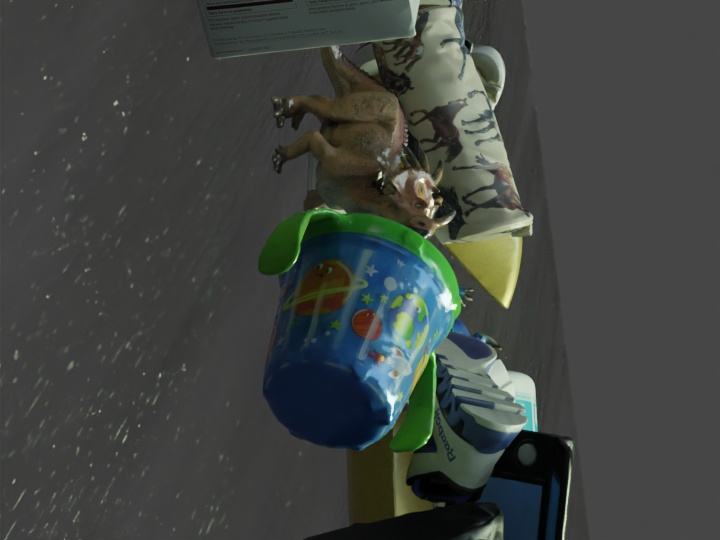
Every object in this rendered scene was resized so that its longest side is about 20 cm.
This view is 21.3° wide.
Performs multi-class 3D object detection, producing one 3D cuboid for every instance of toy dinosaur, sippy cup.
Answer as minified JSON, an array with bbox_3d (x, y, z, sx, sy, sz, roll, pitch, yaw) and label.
[{"bbox_3d":[0.007,-0.093,1.457,0.086,0.134,0.202,61,25,-64],"label":"toy dinosaur"},{"bbox_3d":[-0.008,0.052,1.365,0.140,0.177,0.131,-55,-170,47],"label":"sippy cup"}]

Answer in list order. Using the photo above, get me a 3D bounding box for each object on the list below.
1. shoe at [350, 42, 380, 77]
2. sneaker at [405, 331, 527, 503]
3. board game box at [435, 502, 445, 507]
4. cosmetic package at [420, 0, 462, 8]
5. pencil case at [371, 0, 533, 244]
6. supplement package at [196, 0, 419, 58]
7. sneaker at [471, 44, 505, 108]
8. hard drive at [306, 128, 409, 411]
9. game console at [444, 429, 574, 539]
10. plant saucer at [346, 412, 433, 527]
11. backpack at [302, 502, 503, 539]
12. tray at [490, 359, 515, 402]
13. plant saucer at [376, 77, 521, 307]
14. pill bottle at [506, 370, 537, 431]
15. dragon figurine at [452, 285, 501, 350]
[{"bbox_3d":[0.024,-0.205,1.789,0.200,0.071,0.092,58,26,-76],"label":"shoe"},{"bbox_3d":[0.072,0.130,1.618,0.200,0.080,0.116,-112,-138,-65],"label":"sneaker"},{"bbox_3d":[0.086,0.186,1.864,0.152,0.046,0.201,73,2,-46],"label":"board game box"},{"bbox_3d":[0.048,-0.350,1.926,0.108,0.084,0.201,-78,161,-49],"label":"cosmetic package"},{"bbox_3d":[0.073,-0.114,1.508,0.078,0.089,0.202,-22,-94,58],"label":"pencil case"},{"bbox_3d":[-0.040,-0.281,1.266,0.192,0.146,0.201,-80,161,-53],"label":"supplement package"},{"bbox_3d":[0.070,-0.149,1.757,0.200,0.075,0.082,-45,-171,45],"label":"sneaker"},{"bbox_3d":[0.000,0.000,1.556,0.132,0.026,0.201,37,45,-46],"label":"hard drive"},{"bbox_3d":[0.118,0.237,1.610,0.116,0.175,0.202,7,90,-55],"label":"game console"},{"bbox_3d":[0.025,0.188,1.656,0.200,0.048,0.202,47,40,-73],"label":"plant saucer"},{"bbox_3d":[0.041,0.284,1.342,0.154,0.162,0.202,-59,138,-74],"label":"backpack"},{"bbox_3d":[0.126,0.187,1.761,0.107,0.022,0.202,-16,106,-74],"label":"tray"},{"bbox_3d":[0.070,-0.082,1.634,0.200,0.048,0.200,46,14,-14],"label":"plant saucer"},{"bbox_3d":[0.140,0.216,2.077,0.111,0.110,0.202,52,35,-71],"label":"pill bottle"},{"bbox_3d":[0.072,0.055,1.803,0.099,0.059,0.201,-12,74,-61],"label":"dragon figurine"}]
